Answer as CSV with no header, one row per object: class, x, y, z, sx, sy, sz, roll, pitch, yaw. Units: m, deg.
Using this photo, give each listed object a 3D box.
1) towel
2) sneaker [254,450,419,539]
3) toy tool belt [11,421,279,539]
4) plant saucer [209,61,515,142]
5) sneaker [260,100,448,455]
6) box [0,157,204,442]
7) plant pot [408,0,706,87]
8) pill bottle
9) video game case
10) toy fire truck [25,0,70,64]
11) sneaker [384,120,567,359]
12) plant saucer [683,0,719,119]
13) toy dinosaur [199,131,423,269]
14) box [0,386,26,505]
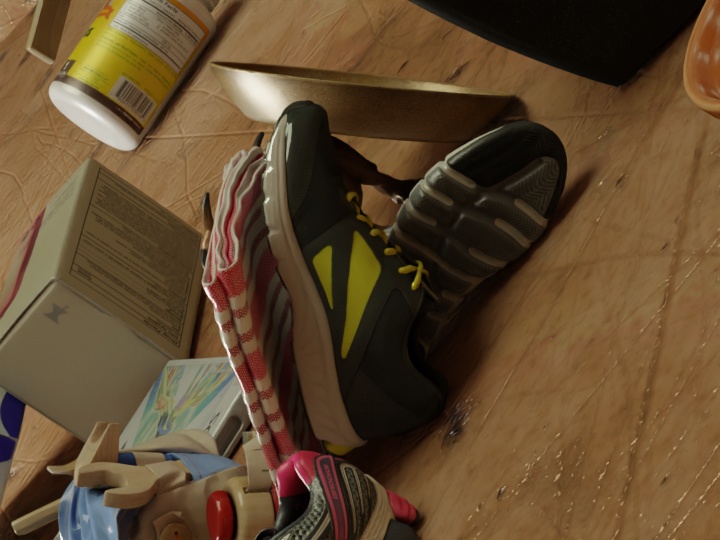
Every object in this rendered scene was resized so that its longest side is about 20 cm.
towel,-0.044,0.046,1.384,0.030,0.200,0.146,-12,29,10
sneaker,-0.044,0.187,1.255,0.081,0.075,0.200,-30,29,52
toy tool belt,-0.130,0.151,1.447,0.200,0.123,0.125,169,97,-69
plant saucer,-0.001,-0.108,1.576,0.200,0.200,0.035,-152,68,-73
sneaker,0.000,0.000,1.365,0.085,0.200,0.074,-10,6,11
box,-0.205,0.025,1.903,0.109,0.128,0.200,-47,18,25
plant pot,0.129,-0.230,1.441,0.200,0.177,0.200,-46,19,22
pill bottle,-0.222,-0.230,2.474,0.200,0.109,0.109,-57,17,-11
video game case,-0.143,0.139,1.696,0.182,0.022,0.200,-58,17,-16
toy fire truck,-0.266,-0.305,2.624,0.200,0.176,0.129,-51,18,11
sneaker,0.042,-0.022,1.444,0.200,0.075,0.116,-50,15,15
plant saucer,0.244,-0.152,1.225,0.200,0.037,0.200,-46,18,20
toy dinosaur,-0.033,-0.052,1.586,0.086,0.136,0.200,-46,18,24
box,-0.330,0.157,1.904,0.184,0.105,0.200,-93,20,-64
